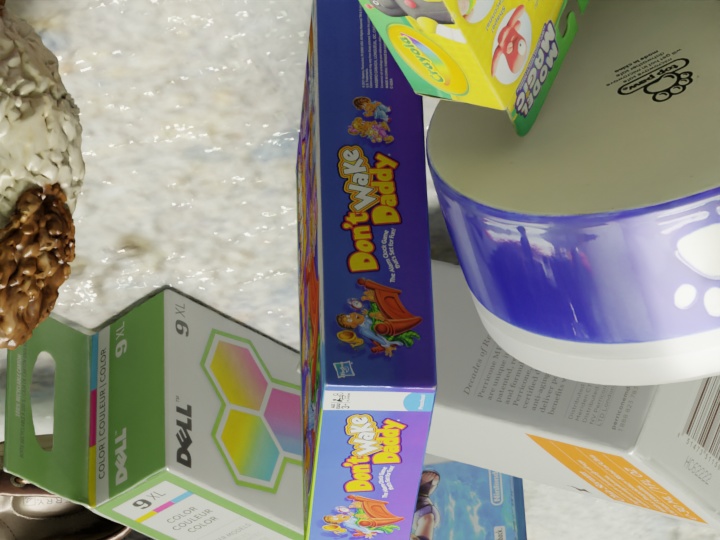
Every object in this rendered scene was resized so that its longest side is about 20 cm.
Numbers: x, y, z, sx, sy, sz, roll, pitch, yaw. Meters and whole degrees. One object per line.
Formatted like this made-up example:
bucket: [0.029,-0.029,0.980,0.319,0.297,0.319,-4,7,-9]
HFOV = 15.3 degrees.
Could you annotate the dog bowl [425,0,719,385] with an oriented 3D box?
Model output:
dog bowl: [0.129,-0.045,1.060,0.199,0.201,0.079,-14,120,15]

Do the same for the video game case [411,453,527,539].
video game case: [-0.003,0.177,1.378,0.180,0.201,0.046,-10,141,10]

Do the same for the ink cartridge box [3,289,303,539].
ink cartridge box: [-0.080,0.079,1.316,0.059,0.104,0.199,-31,136,34]

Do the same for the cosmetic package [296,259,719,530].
cosmetic package: [0.081,0.052,1.235,0.199,0.072,0.101,12,163,42]

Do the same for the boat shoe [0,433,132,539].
boat shoe: [-0.206,0.128,1.300,0.199,0.072,0.073,-7,112,-16]

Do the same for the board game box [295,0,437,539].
board game box: [0.000,0.000,1.124,0.044,0.201,0.135,1,145,-5]

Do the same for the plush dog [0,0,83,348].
plush dog: [-0.176,-0.038,1.103,0.160,0.201,0.171,-18,172,-43]

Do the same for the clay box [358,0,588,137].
clay box: [0.034,-0.148,0.985,0.047,0.115,0.200,13,154,30]
